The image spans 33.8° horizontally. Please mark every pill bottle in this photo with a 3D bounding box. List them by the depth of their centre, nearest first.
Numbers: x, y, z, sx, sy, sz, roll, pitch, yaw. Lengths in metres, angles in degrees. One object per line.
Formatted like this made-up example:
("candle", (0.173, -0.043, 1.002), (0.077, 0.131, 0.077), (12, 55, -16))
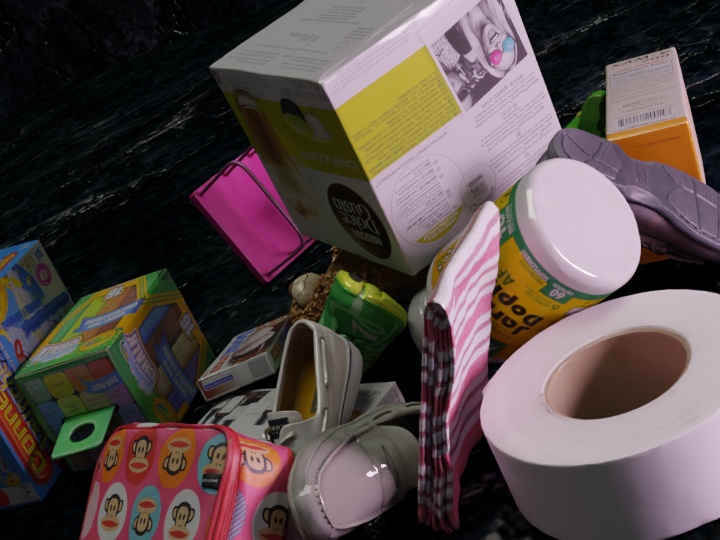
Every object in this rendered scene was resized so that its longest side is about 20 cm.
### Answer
("pill bottle", (0.122, 0.006, 0.959), (0.113, 0.113, 0.200), (-46, 2, -41))

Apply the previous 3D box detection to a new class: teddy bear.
("teddy bear", (0.000, 0.000, 1.158), (0.199, 0.067, 0.146), (-19, 60, 39))

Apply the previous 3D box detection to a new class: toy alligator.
("toy alligator", (0.208, -0.101, 1.213), (0.059, 0.054, 0.200), (-43, -9, -45))

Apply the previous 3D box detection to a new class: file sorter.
("file sorter", (-0.072, -0.110, 1.422), (0.200, 0.139, 0.125), (-43, 6, -37))

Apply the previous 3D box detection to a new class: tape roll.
("tape roll", (0.185, 0.096, 0.816), (0.201, 0.071, 0.203), (-22, 23, 10))

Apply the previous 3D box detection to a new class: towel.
("towel", (0.075, 0.068, 0.846), (0.030, 0.201, 0.147), (9, 33, 15))

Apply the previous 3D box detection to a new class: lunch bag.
("lunch bag", (-0.133, 0.202, 0.855), (0.199, 0.082, 0.177), (-9, 65, 52))

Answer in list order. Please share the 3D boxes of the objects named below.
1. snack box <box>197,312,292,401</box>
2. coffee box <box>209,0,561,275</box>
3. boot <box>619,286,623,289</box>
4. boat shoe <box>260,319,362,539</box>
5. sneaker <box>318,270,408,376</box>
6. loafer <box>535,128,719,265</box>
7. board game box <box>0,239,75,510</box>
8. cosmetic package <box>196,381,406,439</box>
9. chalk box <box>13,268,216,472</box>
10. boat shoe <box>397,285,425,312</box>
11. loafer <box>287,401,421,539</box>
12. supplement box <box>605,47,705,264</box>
("snack box", (-0.106, 0.082, 1.165), (0.071, 0.024, 0.200), (-24, 6, 6))
("coffee box", (0.027, -0.145, 1.064), (0.200, 0.199, 0.199), (-39, 30, -20))
("boot", (0.201, -0.024, 1.099), (0.137, 0.078, 0.200), (15, 23, 24))
("boat shoe", (-0.048, 0.131, 0.900), (0.071, 0.070, 0.201), (-10, 56, 37))
("sneaker", (-0.012, 0.066, 1.034), (0.084, 0.074, 0.200), (-57, -6, -25))
("loafer", (0.233, -0.052, 0.986), (0.063, 0.199, 0.072), (-54, 16, 45))
("board game box", (-0.350, 0.103, 1.219), (0.056, 0.201, 0.196), (-14, 25, 22))
("cosmetic package", (-0.058, 0.140, 1.014), (0.199, 0.051, 0.083), (-8, 29, 38))
("chalk box", (-0.251, 0.111, 1.192), (0.124, 0.124, 0.200), (-17, 23, 23))
("boat shoe", (0.046, -0.008, 1.208), (0.073, 0.067, 0.200), (-31, 22, -13))
("loafer", (0.010, 0.136, 0.848), (0.069, 0.070, 0.200), (-19, 6, 25))
("supplement box", (0.275, -0.110, 1.099), (0.073, 0.127, 0.200), (-13, 24, 18))
